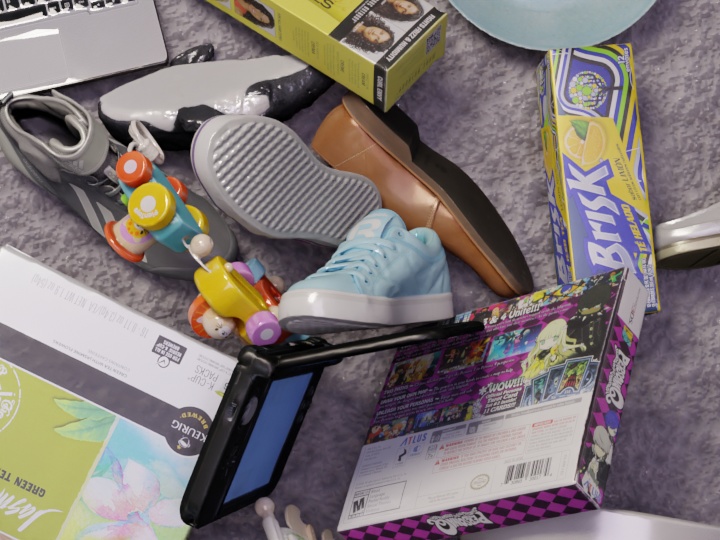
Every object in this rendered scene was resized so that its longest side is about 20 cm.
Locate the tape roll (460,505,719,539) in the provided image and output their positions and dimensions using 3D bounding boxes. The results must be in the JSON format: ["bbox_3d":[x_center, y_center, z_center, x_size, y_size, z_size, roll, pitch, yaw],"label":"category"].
[{"bbox_3d":[0.162,0.232,1.187,0.202,0.203,0.139,10,84,-5],"label":"tape roll"}]

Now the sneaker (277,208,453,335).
[{"bbox_3d":[0.000,0.000,1.178,0.074,0.200,0.082,-8,88,24],"label":"sneaker"}]

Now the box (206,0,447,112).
[{"bbox_3d":[-0.038,-0.197,1.249,0.200,0.050,0.075,34,63,20],"label":"box"}]

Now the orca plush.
[{"bbox_3d":[-0.089,-0.120,1.284,0.200,0.071,0.105,-25,42,-18],"label":"orca plush"}]

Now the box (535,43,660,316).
[{"bbox_3d":[0.174,-0.062,1.285,0.064,0.070,0.200,-5,84,-4],"label":"box"}]

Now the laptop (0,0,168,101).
[{"bbox_3d":[-0.252,-0.237,1.236,0.187,0.116,0.200,-14,76,-6],"label":"laptop"}]

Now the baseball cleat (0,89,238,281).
[{"bbox_3d":[-0.174,-0.058,1.232,0.200,0.106,0.070,30,77,-4],"label":"baseball cleat"}]

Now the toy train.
[{"bbox_3d":[-0.111,-0.004,1.187,0.056,0.150,0.200,-39,107,6],"label":"toy train"}]

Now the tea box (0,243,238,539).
[{"bbox_3d":[-0.197,0.116,1.197,0.200,0.134,0.197,25,83,-3],"label":"tea box"}]

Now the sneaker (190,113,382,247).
[{"bbox_3d":[-0.082,-0.061,1.201,0.114,0.200,0.073,15,82,32],"label":"sneaker"}]

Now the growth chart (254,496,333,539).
[{"bbox_3d":[0.004,0.240,1.180,0.018,0.145,0.200,-37,129,13],"label":"growth chart"}]

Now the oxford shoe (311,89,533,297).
[{"bbox_3d":[0.047,-0.046,1.284,0.200,0.071,0.071,45,111,-1],"label":"oxford shoe"}]

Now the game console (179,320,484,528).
[{"bbox_3d":[-0.014,0.096,1.136,0.116,0.200,0.176,23,94,11],"label":"game console"}]

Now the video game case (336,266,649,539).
[{"bbox_3d":[0.089,0.095,1.172,0.036,0.200,0.181,46,45,-29],"label":"video game case"}]

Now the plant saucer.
[{"bbox_3d":[0.141,-0.261,1.320,0.201,0.039,0.201,1,83,-5],"label":"plant saucer"}]

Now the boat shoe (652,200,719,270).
[{"bbox_3d":[0.303,-0.052,1.301,0.200,0.075,0.069,-14,79,-14],"label":"boat shoe"}]
